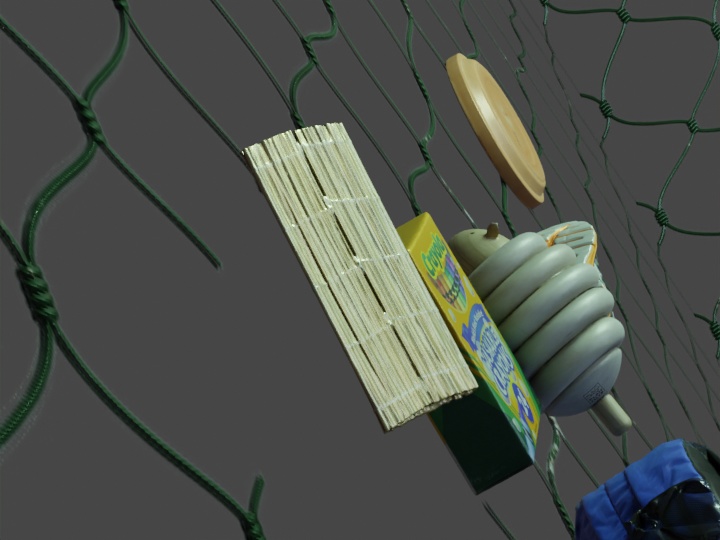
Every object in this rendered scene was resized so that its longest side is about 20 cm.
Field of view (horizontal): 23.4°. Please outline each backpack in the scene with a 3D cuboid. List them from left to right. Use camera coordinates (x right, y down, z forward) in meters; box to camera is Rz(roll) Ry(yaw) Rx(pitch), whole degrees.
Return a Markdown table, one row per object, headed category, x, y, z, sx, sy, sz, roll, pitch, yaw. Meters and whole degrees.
| category | x | y | z | sx | sy | sz | roll | pitch | yaw |
| --- | --- | --- | --- | --- | --- | --- | --- | --- | --- |
| backpack | 0.215 | 0.216 | 1.178 | 0.163 | 0.167 | 0.200 | 57 | 10 | -21 |

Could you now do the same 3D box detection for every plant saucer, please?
| category | x | y | z | sx | sy | sz | roll | pitch | yaw |
| --- | --- | --- | --- | --- | --- | --- | --- | --- | --- |
| plant saucer | 0.163 | -0.166 | 2.022 | 0.201 | 0.032 | 0.201 | 54 | 16 | -24 |

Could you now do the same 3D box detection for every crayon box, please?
| category | x | y | z | sx | sy | sz | roll | pitch | yaw |
| --- | --- | --- | --- | --- | --- | --- | --- | --- | --- |
| crayon box | 0.054 | 0.041 | 1.202 | 0.201 | 0.051 | 0.126 | 58 | 14 | -8 |

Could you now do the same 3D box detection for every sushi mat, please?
| category | x | y | z | sx | sy | sz | roll | pitch | yaw |
| --- | --- | --- | --- | --- | --- | --- | --- | --- | --- |
| sushi mat | 0.000 | 0.000 | 1.093 | 0.095 | 0.012 | 0.201 | -18 | 76 | -45 |

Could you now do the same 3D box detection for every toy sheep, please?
| category | x | y | z | sx | sy | sz | roll | pitch | yaw |
| --- | --- | --- | --- | --- | --- | --- | --- | --- | --- |
| toy sheep | 0.138 | 0.046 | 1.328 | 0.200 | 0.138 | 0.138 | 44 | 11 | 13 |

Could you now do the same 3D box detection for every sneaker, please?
| category | x | y | z | sx | sy | sz | roll | pitch | yaw |
| --- | --- | --- | --- | --- | --- | --- | --- | --- | --- |
| sneaker | 0.217 | 0.022 | 1.782 | 0.201 | 0.078 | 0.078 | -93 | 164 | -54 |
